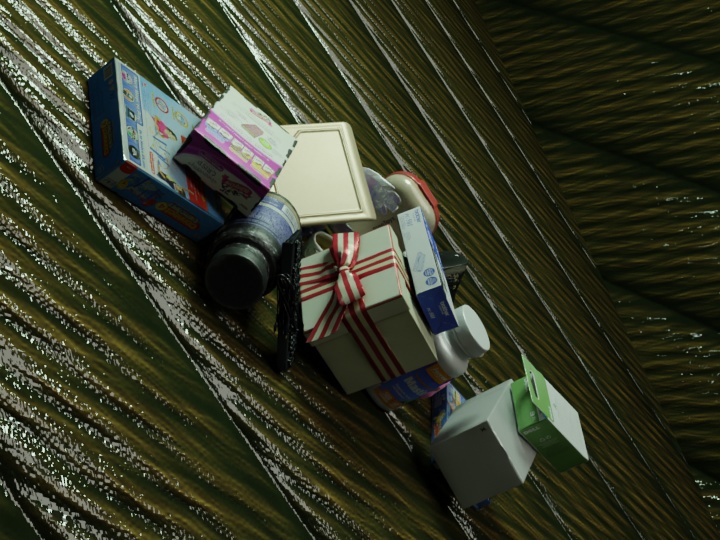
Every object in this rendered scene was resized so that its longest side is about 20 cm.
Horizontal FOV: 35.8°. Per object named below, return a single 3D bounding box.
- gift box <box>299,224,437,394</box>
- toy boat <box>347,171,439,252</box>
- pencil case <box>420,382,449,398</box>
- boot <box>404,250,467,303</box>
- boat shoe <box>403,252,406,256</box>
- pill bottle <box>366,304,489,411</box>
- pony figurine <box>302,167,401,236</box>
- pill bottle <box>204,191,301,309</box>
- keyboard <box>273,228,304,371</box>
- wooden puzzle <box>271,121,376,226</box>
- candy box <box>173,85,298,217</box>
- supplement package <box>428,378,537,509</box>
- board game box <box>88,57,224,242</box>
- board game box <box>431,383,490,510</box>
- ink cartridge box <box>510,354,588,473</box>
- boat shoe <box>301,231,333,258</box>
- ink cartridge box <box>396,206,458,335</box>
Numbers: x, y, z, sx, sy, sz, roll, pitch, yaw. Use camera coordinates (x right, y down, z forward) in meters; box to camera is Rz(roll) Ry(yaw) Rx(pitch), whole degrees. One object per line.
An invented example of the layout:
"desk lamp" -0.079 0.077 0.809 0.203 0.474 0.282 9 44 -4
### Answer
"gift box" -0.006 0.064 1.701 0.185 0.199 0.187 -106 169 -49
"toy boat" 0.065 -0.105 2.024 0.131 0.199 0.131 57 38 -4
"pencil case" 0.073 0.124 1.919 0.201 0.091 0.094 57 -20 -9
"boot" 0.098 0.053 2.028 0.202 0.155 0.074 -11 34 -26
"boat shoe" 0.062 -0.026 2.123 0.201 0.071 0.070 55 -5 1
"pill bottle" 0.104 0.137 1.800 0.112 0.199 0.113 48 24 -30
"pony figurine" -0.052 -0.127 1.914 0.193 0.167 0.200 50 38 8
"pill bottle" -0.155 -0.028 1.586 0.112 0.111 0.200 52 23 -16
"keyboard" -0.091 0.051 1.568 0.104 0.039 0.202 -54 150 -66
"wooden puzzle" -0.083 -0.156 1.826 0.198 0.037 0.187 -4 67 -28
"candy box" -0.177 -0.176 1.614 0.136 0.061 0.200 39 27 -10
"supplement package" 0.213 0.286 1.858 0.122 0.119 0.200 60 23 -2
"board game box" -0.286 -0.167 1.561 0.195 0.056 0.201 35 32 -45
"board game box" 0.178 0.304 1.964 0.136 0.034 0.201 48 25 -23
"ink cartridge box" 0.304 0.242 1.866 0.200 0.059 0.104 45 28 -36
"boat shoe" 0.001 -0.004 1.825 0.201 0.086 0.075 34 49 -2
"ink cartridge box" 0.105 -0.002 1.752 0.201 0.044 0.094 -101 169 -50
